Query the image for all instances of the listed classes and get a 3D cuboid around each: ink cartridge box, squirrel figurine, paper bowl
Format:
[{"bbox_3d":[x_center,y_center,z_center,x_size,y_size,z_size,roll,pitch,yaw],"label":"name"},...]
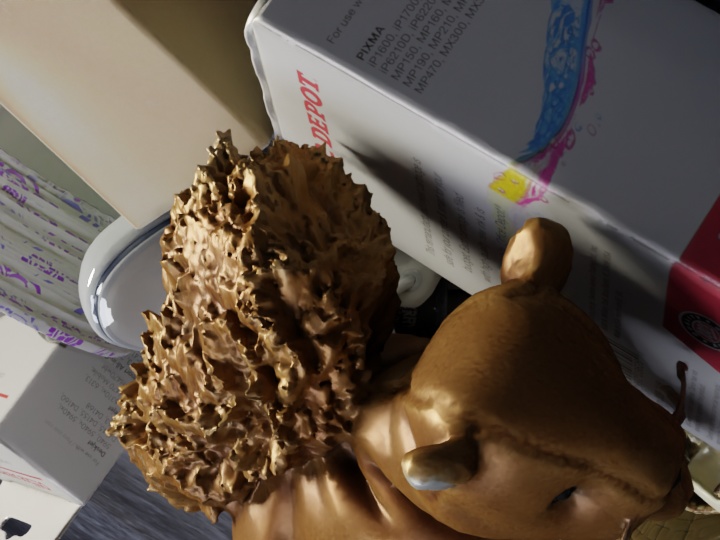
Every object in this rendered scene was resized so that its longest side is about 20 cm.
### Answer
[{"bbox_3d":[0.073,-0.035,0.877,0.200,0.086,0.148,33,166,14],"label":"ink cartridge box"},{"bbox_3d":[0.011,0.049,0.855,0.200,0.142,0.187,32,160,3],"label":"squirrel figurine"},{"bbox_3d":[-0.156,0.052,1.422,0.067,0.200,0.116,42,163,-24],"label":"ink cartridge box"},{"bbox_3d":[-0.159,-0.056,1.217,0.200,0.104,0.201,35,-174,-4],"label":"paper bowl"}]

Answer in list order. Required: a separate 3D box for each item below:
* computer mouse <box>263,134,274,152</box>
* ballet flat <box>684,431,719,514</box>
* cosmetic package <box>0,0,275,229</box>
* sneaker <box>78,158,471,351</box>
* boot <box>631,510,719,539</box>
[{"bbox_3d":[-0.045,-0.084,1.071,0.140,0.046,0.200,43,175,-37],"label":"computer mouse"},{"bbox_3d":[0.166,0.066,1.022,0.070,0.065,0.200,37,165,-3],"label":"ballet flat"},{"bbox_3d":[-0.110,-0.122,0.932,0.071,0.105,0.200,-30,119,35],"label":"cosmetic package"},{"bbox_3d":[0.000,0.000,0.975,0.071,0.200,0.073,-114,17,-55],"label":"sneaker"},{"bbox_3d":[0.210,0.140,1.145,0.155,0.072,0.200,40,162,-23],"label":"boot"}]
